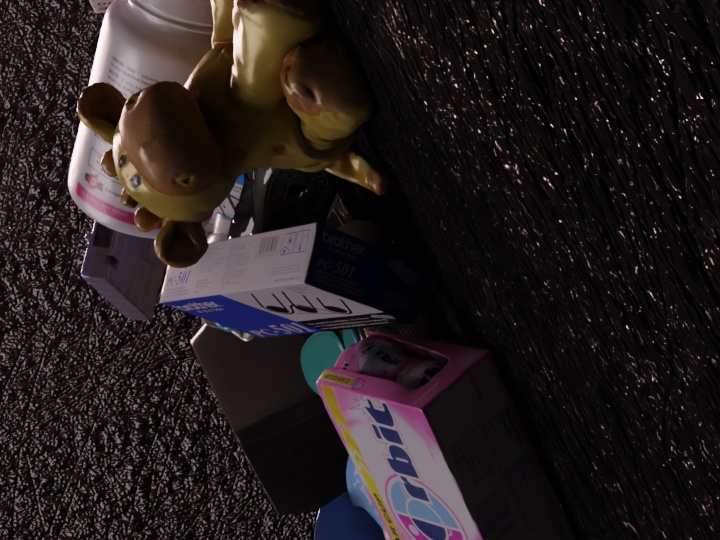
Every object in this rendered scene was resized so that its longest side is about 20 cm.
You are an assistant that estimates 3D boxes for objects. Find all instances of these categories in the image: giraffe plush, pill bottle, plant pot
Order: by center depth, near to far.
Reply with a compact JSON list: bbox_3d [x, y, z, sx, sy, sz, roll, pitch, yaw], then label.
[{"bbox_3d":[-0.090,-0.099,1.174,0.173,0.162,0.200,59,174,33],"label":"giraffe plush"},{"bbox_3d":[-0.140,-0.134,1.350,0.113,0.113,0.201,57,137,49],"label":"pill bottle"},{"bbox_3d":[-0.040,0.105,1.701,0.200,0.177,0.200,59,175,40],"label":"plant pot"}]

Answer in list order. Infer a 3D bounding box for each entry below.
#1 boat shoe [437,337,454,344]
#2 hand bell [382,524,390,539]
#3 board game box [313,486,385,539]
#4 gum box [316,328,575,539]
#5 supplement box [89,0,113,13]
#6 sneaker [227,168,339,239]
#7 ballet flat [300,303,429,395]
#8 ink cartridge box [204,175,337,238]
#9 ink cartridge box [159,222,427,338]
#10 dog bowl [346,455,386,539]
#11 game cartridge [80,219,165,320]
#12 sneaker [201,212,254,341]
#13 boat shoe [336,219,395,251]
[{"bbox_3d":[0.048,0.101,1.336,0.076,0.074,0.200,62,175,8],"label":"boat shoe"},{"bbox_3d":[0.089,0.178,1.419,0.104,0.104,0.200,62,162,7],"label":"hand bell"},{"bbox_3d":[0.037,0.249,1.582,0.039,0.200,0.158,-34,86,52],"label":"board game box"},{"bbox_3d":[0.059,0.134,1.202,0.113,0.066,0.201,8,130,52],"label":"gum box"},{"bbox_3d":[-0.226,-0.332,1.676,0.200,0.073,0.127,78,-172,-74],"label":"supplement box"},{"bbox_3d":[-0.063,-0.057,1.394,0.200,0.076,0.115,108,164,-48],"label":"sneaker"},{"bbox_3d":[0.011,0.057,1.385,0.200,0.075,0.068,139,111,-73],"label":"ballet flat"},{"bbox_3d":[-0.114,-0.095,1.535,0.145,0.085,0.200,20,159,20],"label":"ink cartridge box"},{"bbox_3d":[-0.050,0.010,1.288,0.094,0.044,0.200,20,165,-31],"label":"ink cartridge box"},{"bbox_3d":[0.062,0.211,1.541,0.050,0.111,0.201,135,119,-65],"label":"dog bowl"},{"bbox_3d":[-0.192,-0.068,1.624,0.130,0.038,0.201,68,-148,-71],"label":"game cartridge"},{"bbox_3d":[-0.096,0.018,1.547,0.076,0.081,0.200,19,168,17],"label":"sneaker"},{"bbox_3d":[0.000,0.000,1.422,0.200,0.070,0.070,73,-165,-81],"label":"boat shoe"}]
